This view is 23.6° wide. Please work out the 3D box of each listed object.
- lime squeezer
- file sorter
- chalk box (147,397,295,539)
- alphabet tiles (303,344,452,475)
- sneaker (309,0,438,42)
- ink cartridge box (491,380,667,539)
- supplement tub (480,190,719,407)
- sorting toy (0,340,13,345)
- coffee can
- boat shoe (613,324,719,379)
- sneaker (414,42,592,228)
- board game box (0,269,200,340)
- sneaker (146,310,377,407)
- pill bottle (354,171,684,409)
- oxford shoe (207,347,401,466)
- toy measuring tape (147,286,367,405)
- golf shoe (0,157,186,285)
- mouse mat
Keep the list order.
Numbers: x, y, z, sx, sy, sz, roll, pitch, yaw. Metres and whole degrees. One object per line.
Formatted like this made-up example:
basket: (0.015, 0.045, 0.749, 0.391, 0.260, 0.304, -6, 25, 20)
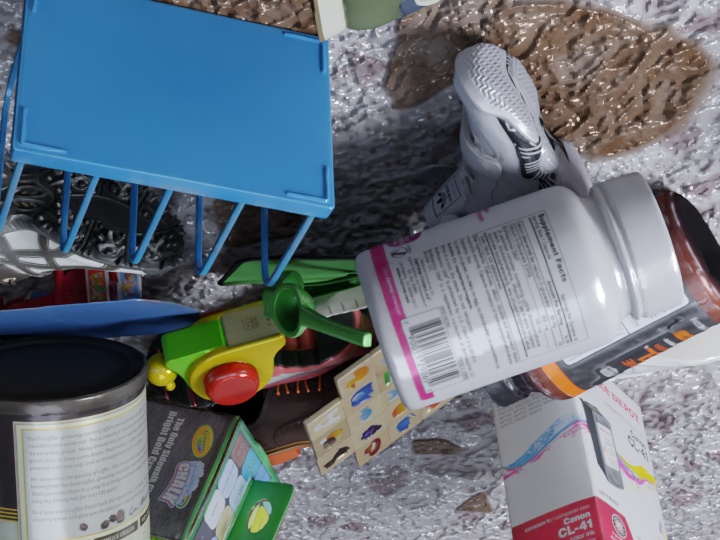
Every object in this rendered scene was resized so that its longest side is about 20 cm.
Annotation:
lime squeezer: (-0.032, 0.027, 1.162, 0.071, 0.200, 0.038, 19, 99, -5)
file sorter: (-0.132, -0.081, 1.117, 0.200, 0.139, 0.123, 10, 144, -18)
chalk box: (-0.148, 0.192, 1.434, 0.200, 0.125, 0.124, 10, 149, 24)
alphabet tiles: (0.042, 0.083, 1.361, 0.200, 0.006, 0.166, -35, 154, -12)
sneaker: (0.008, -0.220, 1.010, 0.090, 0.067, 0.200, -10, 144, -4)
ink cartridge box: (0.186, 0.183, 1.445, 0.086, 0.200, 0.148, -25, 139, 25)
supplement tub: (0.176, 0.029, 1.304, 0.200, 0.107, 0.107, -30, 137, 22)
sorting toy: (-0.358, 0.128, 1.350, 0.185, 0.036, 0.200, 1, 133, -30)
coffee can: (-0.229, 0.165, 1.286, 0.146, 0.146, 0.200, -1, 106, -4)
boat shoe: (0.216, 0.057, 1.398, 0.200, 0.072, 0.069, -13, 164, 1)
sneaker: (0.083, -0.072, 1.197, 0.115, 0.075, 0.200, -22, 143, 18)
board game box: (-0.222, 0.023, 1.306, 0.200, 0.039, 0.158, -4, 169, 2)
sneaker: (-0.076, 0.071, 1.380, 0.200, 0.074, 0.087, -13, 164, 23)
pill bottle: (0.106, 0.010, 1.155, 0.200, 0.113, 0.113, -19, 142, 2)
oxford shoe: (-0.041, 0.106, 1.431, 0.200, 0.071, 0.073, -28, 133, 29)
toy measuring tape: (-0.064, 0.056, 1.303, 0.200, 0.074, 0.074, -16, 143, 0)
golf shoe: (-0.226, -0.030, 1.235, 0.200, 0.078, 0.095, 15, 146, -10)
mouse mat: (0.000, 0.000, 1.271, 0.200, 0.008, 0.161, 0, 173, -12)
